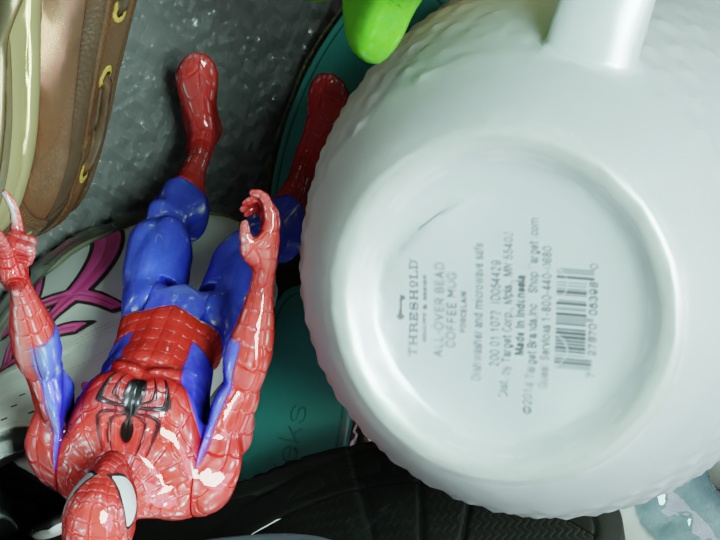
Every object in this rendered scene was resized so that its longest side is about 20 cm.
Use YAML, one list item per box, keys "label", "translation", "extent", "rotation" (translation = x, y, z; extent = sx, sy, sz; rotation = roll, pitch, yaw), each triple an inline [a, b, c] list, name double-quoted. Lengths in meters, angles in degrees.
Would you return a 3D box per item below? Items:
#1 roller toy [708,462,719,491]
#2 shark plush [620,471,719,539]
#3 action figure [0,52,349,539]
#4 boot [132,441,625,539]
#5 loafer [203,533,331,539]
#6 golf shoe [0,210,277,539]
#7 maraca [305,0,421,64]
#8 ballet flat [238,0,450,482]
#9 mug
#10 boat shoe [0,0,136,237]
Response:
- label: "roller toy"
  translation: [0.197, 0.013, 0.956]
  extent: [0.200, 0.139, 0.183]
  rotation: [-44, 138, -36]
- label: "shark plush"
  translation: [0.100, 0.056, 0.833]
  extent: [0.083, 0.201, 0.091]
  rotation: [-34, 165, 17]
- label: "action figure"
  translation: [-0.048, -0.010, 0.663]
  extent: [0.201, 0.065, 0.099]
  rotation: [-75, 170, -48]
- label: "boot"
  translation: [-0.007, 0.137, 0.769]
  extent: [0.073, 0.198, 0.151]
  rotation: [-92, 169, -55]
- label: "loafer"
  translation: [-0.086, 0.132, 0.675]
  extent: [0.199, 0.063, 0.072]
  rotation: [-18, 109, 3]
- label: "golf shoe"
  translation: [-0.086, 0.051, 0.712]
  extent: [0.200, 0.092, 0.073]
  rotation: [-39, 125, -33]
- label: "maraca"
  translation: [0.007, -0.133, 0.658]
  extent: [0.106, 0.200, 0.138]
  rotation: [15, 111, -21]
- label: "ballet flat"
  translation: [0.000, 0.000, 0.813]
  extent: [0.070, 0.070, 0.202]
  rotation: [13, 91, -47]
- label: "mug"
  translation: [0.063, -0.032, 0.664]
  extent: [0.175, 0.147, 0.201]
  rotation: [-37, 143, -71]
- label: "boat shoe"
  translation: [-0.090, -0.104, 0.683]
  extent: [0.067, 0.072, 0.202]
  rotation: [-4, 109, -57]
